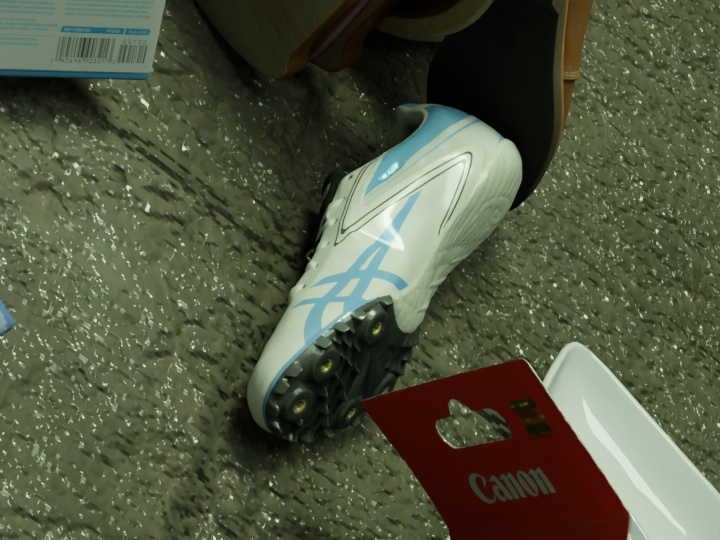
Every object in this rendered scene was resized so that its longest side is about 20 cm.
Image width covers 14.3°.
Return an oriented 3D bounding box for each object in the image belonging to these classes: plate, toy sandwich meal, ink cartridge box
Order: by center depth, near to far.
[{"bbox_3d":[0.068,0.136,1.098,0.047,0.160,0.200,-35,96,-23],"label":"ink cartridge box"},{"bbox_3d":[-0.018,-0.174,1.229,0.070,0.205,0.205,-32,89,-32],"label":"toy sandwich meal"},{"bbox_3d":[0.116,0.159,1.265,0.200,0.032,0.200,47,41,-10],"label":"plate"}]

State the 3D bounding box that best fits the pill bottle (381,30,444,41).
[{"bbox_3d":[0.030,-0.217,1.365,0.112,0.112,0.201,6,60,-42],"label":"pill bottle"}]

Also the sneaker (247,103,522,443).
[{"bbox_3d":[0.000,0.000,1.240,0.072,0.072,0.200,21,47,19],"label":"sneaker"}]

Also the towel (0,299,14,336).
[{"bbox_3d":[-0.225,0.000,1.042,0.147,0.024,0.200,56,40,-1],"label":"towel"}]

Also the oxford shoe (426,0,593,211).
[{"bbox_3d":[0.080,-0.109,1.287,0.071,0.200,0.071,33,48,21],"label":"oxford shoe"}]

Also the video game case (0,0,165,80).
[{"bbox_3d":[-0.127,-0.173,1.131,0.143,0.201,0.018,-1,24,-35],"label":"video game case"}]
